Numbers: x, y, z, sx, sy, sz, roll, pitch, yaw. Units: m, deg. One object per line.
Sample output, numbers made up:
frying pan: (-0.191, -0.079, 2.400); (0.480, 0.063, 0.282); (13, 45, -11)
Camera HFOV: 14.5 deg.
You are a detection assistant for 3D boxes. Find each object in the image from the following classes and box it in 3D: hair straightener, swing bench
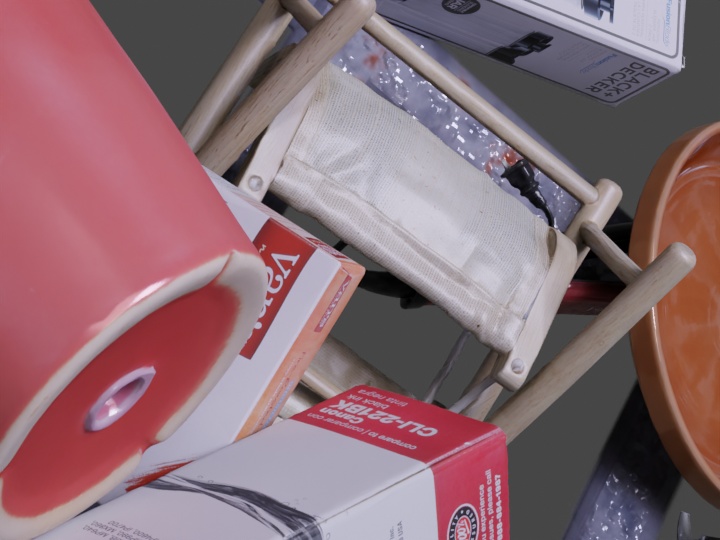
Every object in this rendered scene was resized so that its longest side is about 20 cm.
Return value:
hair straightener: (0.068, -0.016, 1.379); (0.199, 0.041, 0.077); (-1, 73, -30)
swing bench: (0.000, 0.000, 1.250); (0.199, 0.130, 0.200); (37, 96, -18)

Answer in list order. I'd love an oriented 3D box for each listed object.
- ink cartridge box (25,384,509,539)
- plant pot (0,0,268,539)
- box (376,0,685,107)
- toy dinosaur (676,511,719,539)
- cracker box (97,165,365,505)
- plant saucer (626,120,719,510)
ink cartridge box: (-0.036, 0.148, 1.079); (0.200, 0.084, 0.145); (-23, 119, -43)
plant pot: (-0.142, -0.011, 1.012); (0.177, 0.201, 0.200); (44, 51, 15)
box: (0.069, -0.170, 1.418); (0.200, 0.060, 0.117); (17, 64, -27)
toy dinosaur: (0.169, 0.187, 1.283); (0.200, 0.102, 0.136); (37, 70, -44)
cracker box: (-0.117, 0.003, 1.141); (0.200, 0.058, 0.134); (32, 93, 10)
plant saucer: (0.191, 0.025, 1.414); (0.200, 0.032, 0.201); (14, 72, -48)
